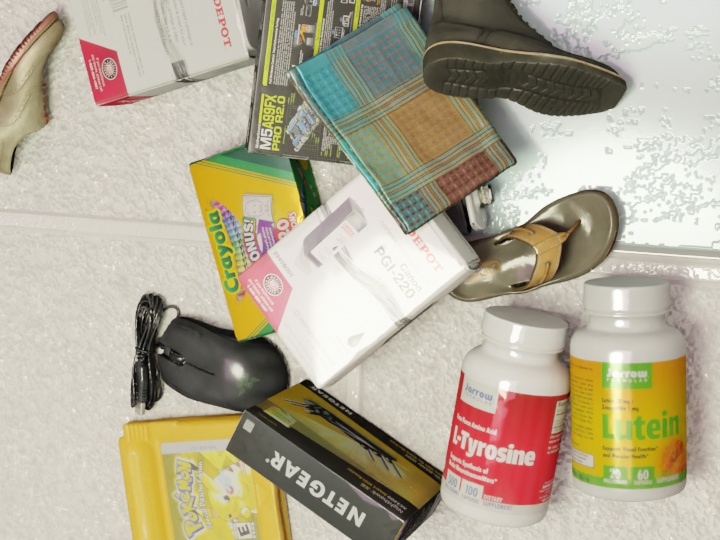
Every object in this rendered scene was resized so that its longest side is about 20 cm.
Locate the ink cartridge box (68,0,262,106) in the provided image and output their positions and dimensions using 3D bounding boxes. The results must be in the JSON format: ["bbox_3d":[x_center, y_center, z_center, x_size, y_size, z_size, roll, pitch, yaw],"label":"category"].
[{"bbox_3d":[-0.202,-0.273,1.428,0.198,0.083,0.147,-13,92,22],"label":"ink cartridge box"}]

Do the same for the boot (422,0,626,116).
[{"bbox_3d":[0.161,-0.234,1.298,0.198,0.078,0.140,11,58,-12],"label":"boot"}]

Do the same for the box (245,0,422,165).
[{"bbox_3d":[-0.027,-0.211,1.349,0.158,0.044,0.202,6,100,-9],"label":"box"}]

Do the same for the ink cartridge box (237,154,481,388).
[{"bbox_3d":[0.000,0.000,1.329,0.200,0.085,0.146,-39,84,12],"label":"ink cartridge box"}]

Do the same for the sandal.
[{"bbox_3d":[0.165,-0.019,1.330,0.198,0.055,0.083,-17,90,23],"label":"sandal"}]

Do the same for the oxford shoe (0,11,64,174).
[{"bbox_3d":[-0.384,-0.203,1.531,0.074,0.071,0.201,31,108,-13],"label":"oxford shoe"}]

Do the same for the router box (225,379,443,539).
[{"bbox_3d":[-0.019,0.201,1.377,0.199,0.157,0.053,33,108,14],"label":"router box"}]

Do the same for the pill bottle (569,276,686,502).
[{"bbox_3d":[0.257,0.111,1.279,0.110,0.111,0.202,0,97,21],"label":"pill bottle"}]

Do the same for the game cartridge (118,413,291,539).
[{"bbox_3d":[-0.179,0.255,1.516,0.198,0.032,0.178,-7,94,21],"label":"game cartridge"}]

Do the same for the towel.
[{"bbox_3d":[0.041,-0.150,1.283,0.146,0.022,0.201,-33,81,-19],"label":"towel"}]

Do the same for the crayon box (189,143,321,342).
[{"bbox_3d":[-0.098,-0.036,1.430,0.118,0.058,0.202,-16,91,21],"label":"crayon box"}]

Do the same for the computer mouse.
[{"bbox_3d":[-0.178,0.110,1.485,0.198,0.053,0.140,10,100,20],"label":"computer mouse"}]

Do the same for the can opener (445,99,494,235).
[{"bbox_3d":[0.095,-0.135,1.344,0.066,0.053,0.202,-7,94,21],"label":"can opener"}]

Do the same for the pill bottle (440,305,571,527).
[{"bbox_3d":[0.149,0.143,1.327,0.111,0.112,0.202,12,101,20],"label":"pill bottle"}]
